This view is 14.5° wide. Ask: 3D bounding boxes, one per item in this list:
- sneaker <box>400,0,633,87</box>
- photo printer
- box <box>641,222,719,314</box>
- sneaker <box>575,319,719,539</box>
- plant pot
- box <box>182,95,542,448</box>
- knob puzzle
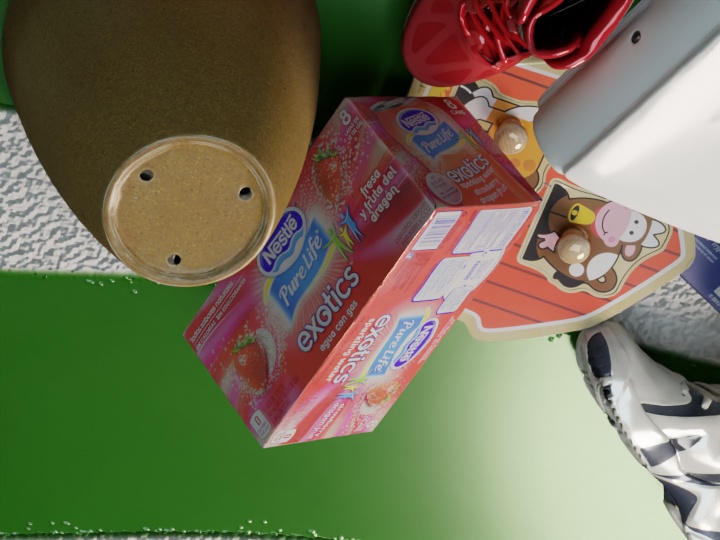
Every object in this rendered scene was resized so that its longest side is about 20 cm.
[{"bbox_3d":[0.082,-0.144,1.556,0.078,0.116,0.200,48,128,-9],"label":"sneaker"},{"bbox_3d":[0.217,-0.109,1.550,0.166,0.070,0.200,20,129,-40],"label":"photo printer"},{"bbox_3d":[0.282,-0.053,1.729,0.200,0.032,0.121,-40,118,16],"label":"box"},{"bbox_3d":[0.229,0.085,1.782,0.129,0.079,0.199,-34,108,-1],"label":"sneaker"},{"bbox_3d":[-0.101,-0.080,1.560,0.186,0.200,0.187,-4,121,-7],"label":"plant pot"},{"bbox_3d":[0.000,0.000,1.647,0.103,0.095,0.200,-5,139,-47],"label":"box"},{"bbox_3d":[0.108,-0.036,1.694,0.219,0.030,0.220,1,117,2],"label":"knob puzzle"}]
